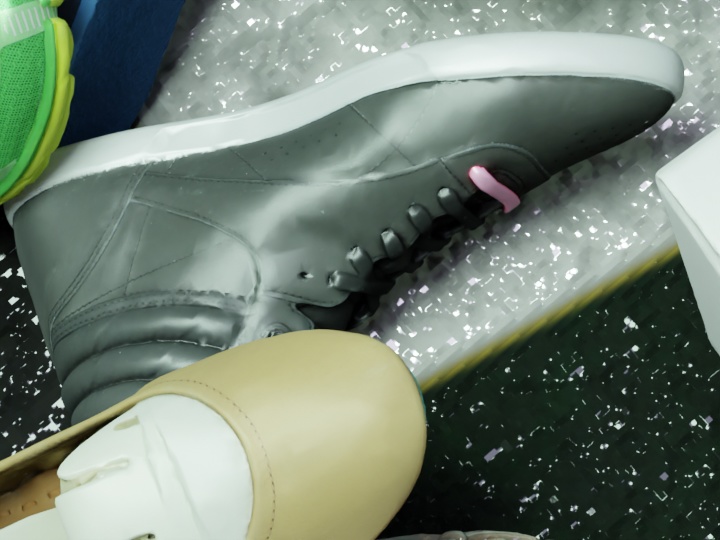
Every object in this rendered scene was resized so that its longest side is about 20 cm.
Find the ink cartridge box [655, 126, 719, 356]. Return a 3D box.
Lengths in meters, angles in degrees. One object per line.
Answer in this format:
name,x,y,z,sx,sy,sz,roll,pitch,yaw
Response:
ink cartridge box,0.181,-0.028,0.742,0.200,0.146,0.084,-35,68,0

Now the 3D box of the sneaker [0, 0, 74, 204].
sneaker,-0.162,-0.040,0.835,0.200,0.083,0.074,-17,84,33

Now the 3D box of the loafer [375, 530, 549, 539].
loafer,0.046,0.091,0.769,0.199,0.063,0.072,1,41,12

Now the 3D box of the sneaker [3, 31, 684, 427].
sneaker,0.000,0.000,0.821,0.199,0.071,0.100,-15,70,15

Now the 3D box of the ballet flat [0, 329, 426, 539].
ballet flat,-0.070,0.072,0.772,0.200,0.063,0.069,-28,79,34

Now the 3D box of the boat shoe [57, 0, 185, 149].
boat shoe,-0.076,-0.123,0.840,0.069,0.084,0.200,34,106,22
